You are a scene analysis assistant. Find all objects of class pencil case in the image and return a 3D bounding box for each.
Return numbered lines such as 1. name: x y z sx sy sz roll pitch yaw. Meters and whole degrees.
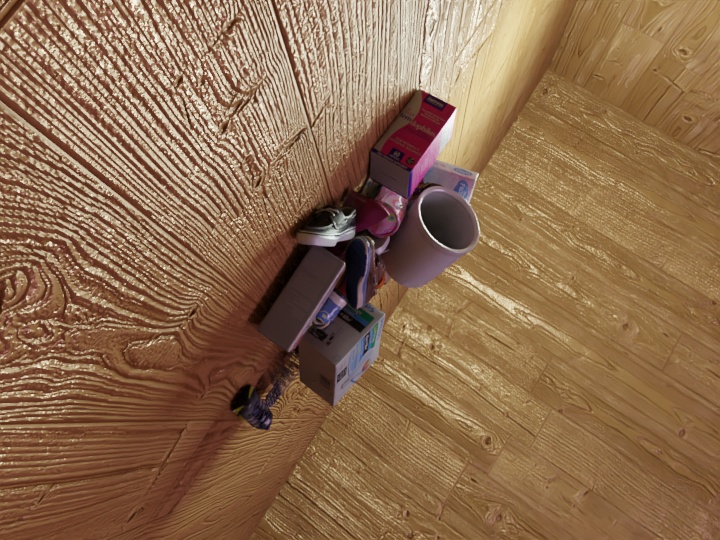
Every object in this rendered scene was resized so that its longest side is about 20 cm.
1. pencil case: 0.067 -0.153 1.360 0.088 0.086 0.201 -65 179 34

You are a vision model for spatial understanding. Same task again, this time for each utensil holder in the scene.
1. utensil holder: 0.158 -0.072 1.410 0.170 0.170 0.200 -49 -178 -37

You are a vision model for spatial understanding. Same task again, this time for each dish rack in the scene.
1. dish rack: -0.193 0.259 1.539 0.201 0.054 0.154 -52 167 -22

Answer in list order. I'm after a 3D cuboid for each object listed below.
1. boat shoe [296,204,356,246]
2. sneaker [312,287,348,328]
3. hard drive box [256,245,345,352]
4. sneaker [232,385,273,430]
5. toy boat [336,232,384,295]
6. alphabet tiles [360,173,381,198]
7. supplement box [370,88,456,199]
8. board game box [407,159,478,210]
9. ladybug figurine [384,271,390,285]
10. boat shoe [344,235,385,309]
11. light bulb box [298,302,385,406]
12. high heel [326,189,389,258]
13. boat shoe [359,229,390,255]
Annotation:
1. boat shoe: -0.064 -0.090 1.131 0.200 0.071 0.072 -29 128 -67
2. sneaker: -0.097 0.088 1.355 0.077 0.075 0.200 -54 -173 -21
3. hard drive box: -0.114 0.055 1.194 0.202 0.076 0.156 -56 179 -4
4. sneaker: -0.246 0.331 1.411 0.074 0.080 0.201 -54 169 -17
5. toy boat: 0.000 0.000 1.440 0.132 0.129 0.200 -63 175 25
6. alphabet tiles: 0.028 -0.190 1.406 0.202 0.006 0.166 -61 169 17
7. supplement box: 0.114 -0.275 1.291 0.201 0.100 0.104 -55 165 -22
8. board game box: 0.170 -0.177 1.478 0.041 0.196 0.202 -57 162 -49
9. ladybug figurine: 0.058 -0.034 1.584 0.200 0.071 0.138 78 27 -79
10. boat shoe: 0.011 -0.005 1.268 0.072 0.072 0.202 -24 148 -26
11. light bulb box: -0.049 0.194 1.506 0.200 0.124 0.200 -43 155 -33
12. high heel: -0.011 -0.070 1.273 0.068 0.095 0.202 -49 166 -45
13. boat shoe: 0.033 -0.068 1.382 0.200 0.072 0.069 -101 179 -64
